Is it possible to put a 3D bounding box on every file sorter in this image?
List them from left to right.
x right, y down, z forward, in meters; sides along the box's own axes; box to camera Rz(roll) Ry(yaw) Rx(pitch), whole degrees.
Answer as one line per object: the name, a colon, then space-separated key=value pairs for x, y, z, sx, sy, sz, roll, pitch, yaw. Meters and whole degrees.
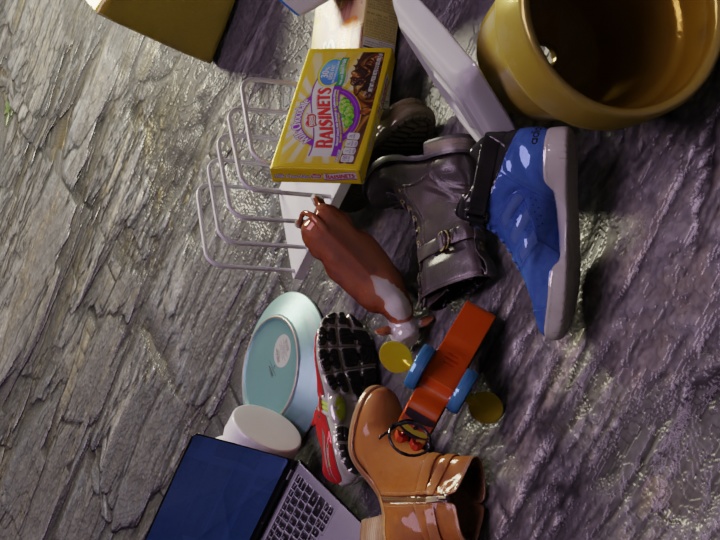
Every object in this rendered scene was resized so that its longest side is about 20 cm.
file sorter: x=-0.102 y=-0.108 z=1.814 sx=0.200 sy=0.124 sz=0.139 roll=119 pitch=148 yaw=-46

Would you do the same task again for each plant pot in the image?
plant pot: x=-0.274 y=-0.446 z=2.224 sx=0.201 sy=0.195 sz=0.194 roll=-59 pitch=37 yaw=14
plant pot: x=0.200 y=-0.217 z=1.436 sx=0.189 sy=0.199 sz=0.202 roll=158 pitch=118 yaw=-71

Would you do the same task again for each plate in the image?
plate: x=-0.103 y=0.124 z=1.935 sx=0.200 sy=0.025 sz=0.202 roll=-24 pitch=61 yaw=53
plate: x=0.103 y=-0.177 z=1.563 sx=0.032 sy=0.200 sz=0.200 roll=-36 pitch=43 yaw=3

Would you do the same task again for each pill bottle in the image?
pill bottle: x=-0.149 y=0.267 z=1.878 sx=0.201 sy=0.119 sz=0.120 roll=-63 pitch=36 yaw=22

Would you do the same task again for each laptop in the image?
laptop: x=-0.123 y=0.311 z=1.776 sx=0.200 sy=0.116 sz=0.188 roll=41 pitch=117 yaw=31

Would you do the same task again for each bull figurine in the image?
bull figurine: x=0.000 y=0.000 z=1.713 sx=0.065 sy=0.200 sz=0.121 roll=-39 pitch=21 yaw=-4

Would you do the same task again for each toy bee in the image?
toy bee: x=0.064 y=0.124 z=1.575 sx=0.131 sy=0.199 sz=0.109 roll=47 pitch=145 yaw=19

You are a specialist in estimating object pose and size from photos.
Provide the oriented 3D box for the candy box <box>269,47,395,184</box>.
candy box: x=-0.028 y=-0.172 z=1.721 sx=0.102 sy=0.026 sz=0.201 roll=0 pitch=47 yaw=15

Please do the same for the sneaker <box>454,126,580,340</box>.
sneaker: x=0.148 y=-0.035 z=1.487 sx=0.110 sy=0.077 sz=0.201 roll=1 pitch=103 yaw=19

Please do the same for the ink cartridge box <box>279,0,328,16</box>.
ink cartridge box: x=-0.064 y=-0.430 z=1.866 sx=0.084 sy=0.146 sz=0.201 roll=-19 pitch=39 yaw=54

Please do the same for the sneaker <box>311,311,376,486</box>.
sneaker: x=-0.029 y=0.145 z=1.774 sx=0.085 sy=0.077 sz=0.201 roll=-37 pitch=51 yaw=53

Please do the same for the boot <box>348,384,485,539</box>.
boot: x=0.064 y=0.204 z=1.625 sx=0.154 sy=0.073 sz=0.201 roll=-23 pitch=65 yaw=47

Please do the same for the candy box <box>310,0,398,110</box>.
candy box: x=-0.010 y=-0.260 z=1.876 sx=0.115 sy=0.055 sz=0.201 roll=-5 pitch=77 yaw=57

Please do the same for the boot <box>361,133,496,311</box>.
boot: x=0.069 y=-0.042 z=1.682 sx=0.200 sy=0.069 sz=0.175 roll=-23 pitch=63 yaw=52

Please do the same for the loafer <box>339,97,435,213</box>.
loafer: x=0.012 y=-0.140 z=1.789 sx=0.200 sy=0.076 sz=0.068 roll=-42 pitch=54 yaw=43
